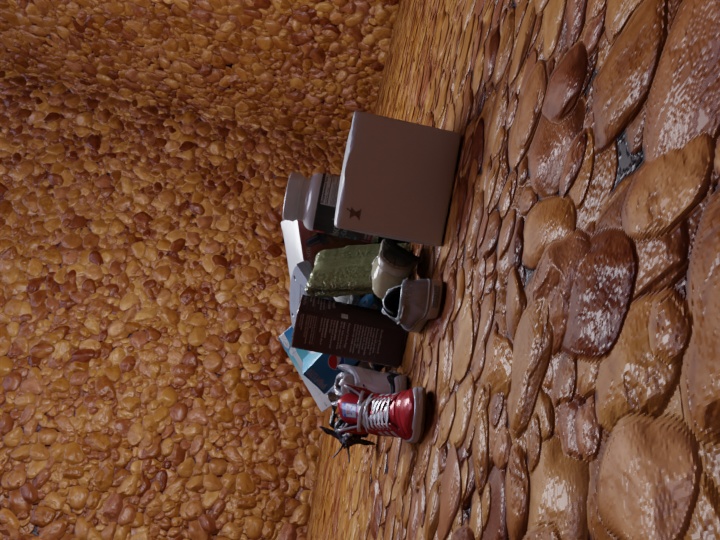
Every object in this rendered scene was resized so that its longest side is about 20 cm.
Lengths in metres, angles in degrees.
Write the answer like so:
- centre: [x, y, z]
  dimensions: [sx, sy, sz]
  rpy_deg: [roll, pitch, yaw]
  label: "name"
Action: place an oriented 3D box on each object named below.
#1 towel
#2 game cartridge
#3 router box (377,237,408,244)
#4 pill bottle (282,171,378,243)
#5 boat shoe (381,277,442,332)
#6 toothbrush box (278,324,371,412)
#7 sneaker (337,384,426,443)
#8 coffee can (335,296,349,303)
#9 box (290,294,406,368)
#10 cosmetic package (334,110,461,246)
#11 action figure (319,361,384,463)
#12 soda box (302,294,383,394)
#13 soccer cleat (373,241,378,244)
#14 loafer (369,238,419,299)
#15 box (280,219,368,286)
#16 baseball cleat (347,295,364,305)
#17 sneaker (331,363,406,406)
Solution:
- centre: [0.000, 0.000, 1.214]
  dimensions: [0.150, 0.194, 0.037]
  rpy_deg: [-76, -21, -58]
  label: "towel"
- centre: [-0.100, 0.081, 1.318]
  dimensions: [0.134, 0.040, 0.203]
  rpy_deg: [49, 148, 29]
  label: "game cartridge"
- centre: [0.085, -0.161, 1.298]
  dimensions: [0.203, 0.060, 0.153]
  rpy_deg: [105, 173, -48]
  label: "router box"
- centre: [-0.052, -0.130, 1.307]
  dimensions: [0.116, 0.194, 0.120]
  rpy_deg: [-169, 90, -87]
  label: "pill bottle"
- centre: [0.068, 0.045, 0.956]
  dimensions: [0.201, 0.069, 0.072]
  rpy_deg: [118, 163, -77]
  label: "boat shoe"
- centre: [-0.078, 0.194, 1.473]
  dimensions: [0.084, 0.203, 0.146]
  rpy_deg: [-24, -11, -44]
  label: "toothbrush box"
- centre: [0.025, 0.194, 0.898]
  dimensions: [0.201, 0.109, 0.073]
  rpy_deg: [112, 168, -71]
  label: "sneaker"
- centre: [-0.025, 0.112, 1.572]
  dimensions: [0.147, 0.142, 0.206]
  rpy_deg: [-91, 12, -70]
  label: "coffee can"
- centre: [-0.021, 0.107, 1.160]
  dimensions: [0.100, 0.194, 0.077]
  rpy_deg: [-99, 22, -77]
  label: "box"
- centre: [0.049, -0.137, 1.030]
  dimensions: [0.200, 0.161, 0.173]
  rpy_deg: [-121, 42, -85]
  label: "cosmetic package"
- centre: [-0.011, 0.260, 1.261]
  dimensions: [0.103, 0.115, 0.205]
  rpy_deg: [98, -174, -64]
  label: "action figure"
- centre: [-0.024, 0.137, 1.255]
  dimensions: [0.200, 0.064, 0.068]
  rpy_deg: [-45, 15, 8]
  label: "soda box"
- centre: [0.054, -0.002, 1.347]
  dimensions: [0.202, 0.065, 0.083]
  rpy_deg: [-86, -5, -54]
  label: "soccer cleat"
- centre: [0.049, -0.002, 1.077]
  dimensions: [0.069, 0.074, 0.200]
  rpy_deg: [-61, -6, 13]
  label: "loafer"
- centre: [-0.059, -0.050, 1.432]
  dimensions: [0.106, 0.195, 0.157]
  rpy_deg: [-10, 90, 63]
  label: "box"
- centre: [0.004, 0.081, 1.351]
  dimensions: [0.204, 0.069, 0.106]
  rpy_deg: [-62, 19, -8]
  label: "baseball cleat"
- centre: [0.010, 0.196, 1.091]
  dimensions: [0.200, 0.111, 0.077]
  rpy_deg: [122, 159, -79]
  label: "sneaker"
